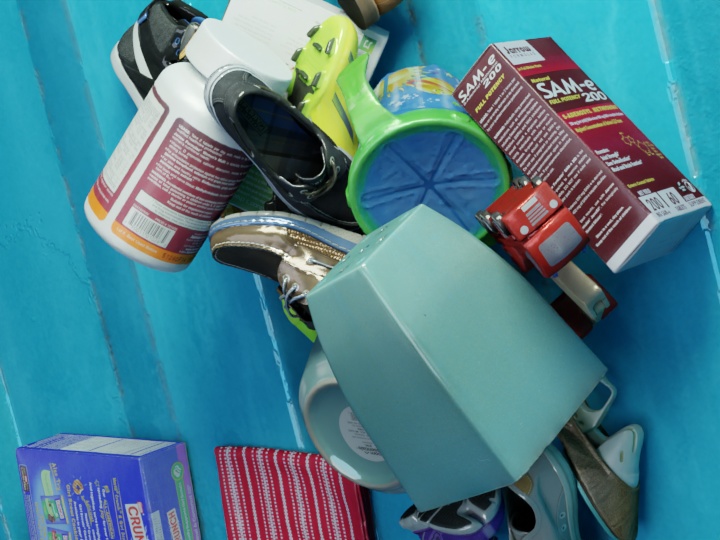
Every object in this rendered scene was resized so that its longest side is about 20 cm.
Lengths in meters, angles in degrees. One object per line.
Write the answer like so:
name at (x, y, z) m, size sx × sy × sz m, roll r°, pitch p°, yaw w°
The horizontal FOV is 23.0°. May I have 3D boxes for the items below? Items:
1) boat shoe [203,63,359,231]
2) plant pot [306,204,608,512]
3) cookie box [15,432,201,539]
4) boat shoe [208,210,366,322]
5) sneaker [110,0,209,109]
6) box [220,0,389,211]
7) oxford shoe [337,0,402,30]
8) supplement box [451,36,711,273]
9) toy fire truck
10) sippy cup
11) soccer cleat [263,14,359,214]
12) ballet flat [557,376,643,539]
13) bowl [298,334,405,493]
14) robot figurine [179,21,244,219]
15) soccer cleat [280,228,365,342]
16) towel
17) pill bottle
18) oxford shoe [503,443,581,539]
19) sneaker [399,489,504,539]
boat shoe at (-0.049, -0.094, 1.464) m, size 0.070 × 0.200 × 0.066 m, roll -43°, pitch 34°, yaw -2°
plant pot at (0.063, 0.060, 1.410) m, size 0.201 × 0.141 × 0.141 m, roll 52°, pitch 144°, yaw -9°
cookie box at (-0.267, 0.268, 1.899) m, size 0.198 × 0.075 × 0.173 m, roll 0°, pitch 102°, yaw 39°
boat shoe at (-0.038, 0.003, 1.509) m, size 0.197 × 0.073 × 0.072 m, roll 10°, pitch 154°, yaw 5°
sneaker at (-0.160, -0.173, 1.690) m, size 0.201 × 0.073 × 0.112 m, roll 54°, pitch 130°, yaw 15°
box at (-0.077, -0.150, 1.580) m, size 0.143 × 0.036 × 0.202 m, roll 25°, pitch 106°, yaw -2°
oxford shoe at (-0.017, -0.297, 1.556) m, size 0.201 × 0.071 × 0.072 m, roll 55°, pitch 172°, yaw 27°
supplement box at (0.177, -0.097, 1.418) m, size 0.200 × 0.108 × 0.061 m, roll 48°, pitch 121°, yaw 17°
toy fire truck at (0.155, -0.006, 1.398) m, size 0.049 × 0.200 × 0.141 m, roll -41°, pitch 95°, yaw -2°
sippy cup at (0.053, -0.102, 1.489) m, size 0.138 × 0.131 × 0.179 m, roll -5°, pitch 126°, yaw 0°
soccer cleat at (-0.027, -0.122, 1.543) m, size 0.065 × 0.083 × 0.202 m, roll 35°, pitch 116°, yaw 58°
ballet flat at (0.195, 0.131, 1.507) m, size 0.072 × 0.068 × 0.201 m, roll -37°, pitch 74°, yaw 22°
bowl at (0.023, 0.117, 1.571) m, size 0.199 × 0.105 × 0.203 m, roll 20°, pitch 130°, yaw 26°
robot figurine at (-0.096, -0.145, 1.630) m, size 0.143 × 0.058 × 0.202 m, roll -8°, pitch 105°, yaw 7°
soccer cleat at (0.000, 0.000, 1.624) m, size 0.081 × 0.067 × 0.200 m, roll 48°, pitch 133°, yaw 4°
towel at (-0.064, 0.251, 1.767) m, size 0.198 × 0.022 × 0.147 m, roll 1°, pitch 102°, yaw 39°
pill bottle at (-0.146, -0.107, 1.523) m, size 0.109 × 0.109 × 0.201 m, roll 41°, pitch 109°, yaw 22°
oxford shoe at (0.158, 0.236, 1.527) m, size 0.075 × 0.057 × 0.202 m, roll 41°, pitch 151°, yaw 50°
sneaker at (0.098, 0.225, 1.564) m, size 0.084 × 0.080 × 0.200 m, roll 49°, pitch 168°, yaw 2°
